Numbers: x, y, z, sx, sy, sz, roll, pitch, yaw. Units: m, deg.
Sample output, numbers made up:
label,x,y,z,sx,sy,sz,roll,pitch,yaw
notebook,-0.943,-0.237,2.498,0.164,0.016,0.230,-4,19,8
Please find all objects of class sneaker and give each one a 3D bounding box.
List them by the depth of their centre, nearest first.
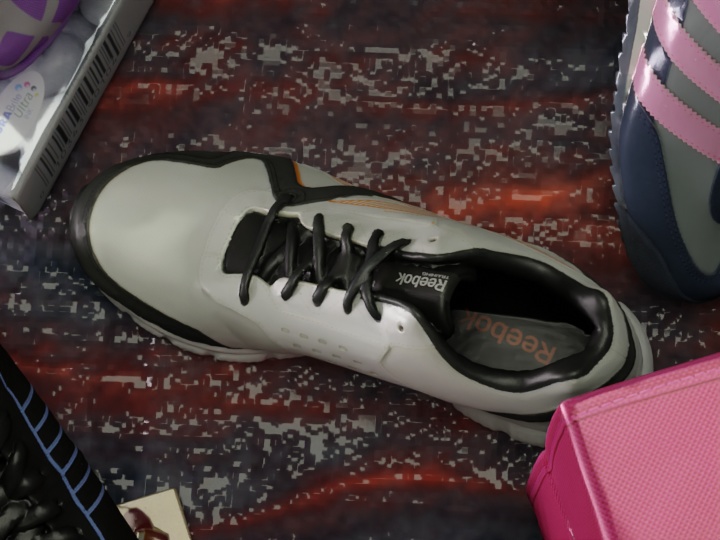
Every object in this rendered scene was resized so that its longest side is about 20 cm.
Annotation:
label,x,y,z,sx,sy,sz,roll,pitch,yaw
sneaker,0.129,-0.066,0.867,0.082,0.200,0.070,28,42,35
sneaker,-0.122,0.071,0.893,0.070,0.078,0.200,-37,74,-7
sneaker,0.000,0.000,0.910,0.200,0.080,0.074,14,80,7

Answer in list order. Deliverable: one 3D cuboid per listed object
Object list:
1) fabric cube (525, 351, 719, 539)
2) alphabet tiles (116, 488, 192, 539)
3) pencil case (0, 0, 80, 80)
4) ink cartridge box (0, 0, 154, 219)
label,x,y,z,sx,sy,sz,roll,pitch,yaw
fabric cube,0.173,0.119,0.814,0.196,0.200,0.199,-17,79,-3
alphabet tiles,-0.100,0.169,0.911,0.200,0.006,0.166,-18,76,-2
pencil case,-0.169,-0.142,0.902,0.200,0.086,0.084,33,83,11
ink cartridge box,-0.155,-0.147,0.968,0.200,0.043,0.198,26,80,9
